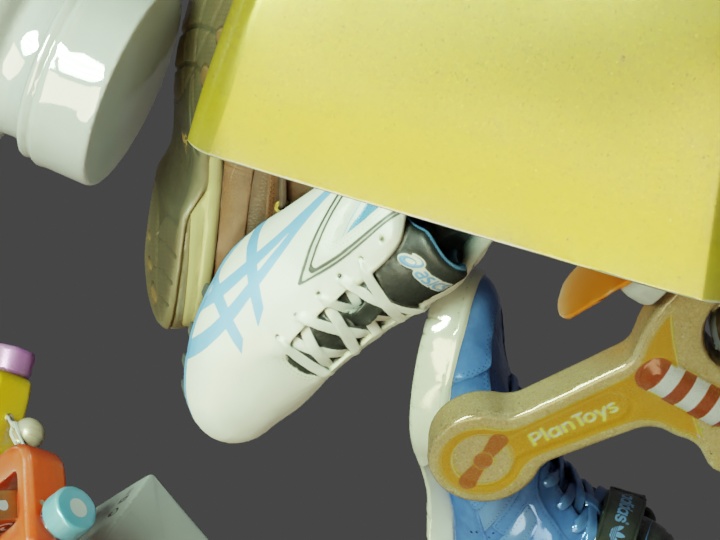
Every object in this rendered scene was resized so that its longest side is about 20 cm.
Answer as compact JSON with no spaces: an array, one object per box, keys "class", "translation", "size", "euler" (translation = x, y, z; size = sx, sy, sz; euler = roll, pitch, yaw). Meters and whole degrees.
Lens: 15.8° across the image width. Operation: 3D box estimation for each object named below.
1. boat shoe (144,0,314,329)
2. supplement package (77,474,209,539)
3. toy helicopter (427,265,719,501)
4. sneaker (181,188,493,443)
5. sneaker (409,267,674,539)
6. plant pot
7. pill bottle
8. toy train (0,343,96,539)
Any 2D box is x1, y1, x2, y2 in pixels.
[{"class":"boat shoe","translation":[-0.042,-0.065,1.090],"size":[0.067,0.072,0.201],"euler":[2,122,-18]},{"class":"supplement package","translation":[-0.153,0.208,1.264],"size":[0.200,0.110,0.114],"euler":[-33,102,34]},{"class":"toy helicopter","translation":[0.113,0.036,1.028],"size":[0.199,0.079,0.132],"euler":[-24,124,16]},{"class":"sneaker","translation":[0.000,0.000,1.061],"size":[0.072,0.073,0.200],"euler":[34,107,-33]},{"class":"sneaker","translation":[0.083,0.092,1.119],"size":[0.111,0.077,0.201],"euler":[5,116,15]},{"class":"plant pot","translation":[0.075,-0.125,0.930],"size":[0.199,0.200,0.177],"euler":[16,112,13]},{"class":"pill bottle","translation":[-0.182,-0.117,1.078],"size":[0.199,0.120,0.120],"euler":[24,126,7]},{"class":"toy train","translation":[-0.203,0.114,1.209],"size":[0.055,0.151,0.200],"euler":[22,139,-35]}]
